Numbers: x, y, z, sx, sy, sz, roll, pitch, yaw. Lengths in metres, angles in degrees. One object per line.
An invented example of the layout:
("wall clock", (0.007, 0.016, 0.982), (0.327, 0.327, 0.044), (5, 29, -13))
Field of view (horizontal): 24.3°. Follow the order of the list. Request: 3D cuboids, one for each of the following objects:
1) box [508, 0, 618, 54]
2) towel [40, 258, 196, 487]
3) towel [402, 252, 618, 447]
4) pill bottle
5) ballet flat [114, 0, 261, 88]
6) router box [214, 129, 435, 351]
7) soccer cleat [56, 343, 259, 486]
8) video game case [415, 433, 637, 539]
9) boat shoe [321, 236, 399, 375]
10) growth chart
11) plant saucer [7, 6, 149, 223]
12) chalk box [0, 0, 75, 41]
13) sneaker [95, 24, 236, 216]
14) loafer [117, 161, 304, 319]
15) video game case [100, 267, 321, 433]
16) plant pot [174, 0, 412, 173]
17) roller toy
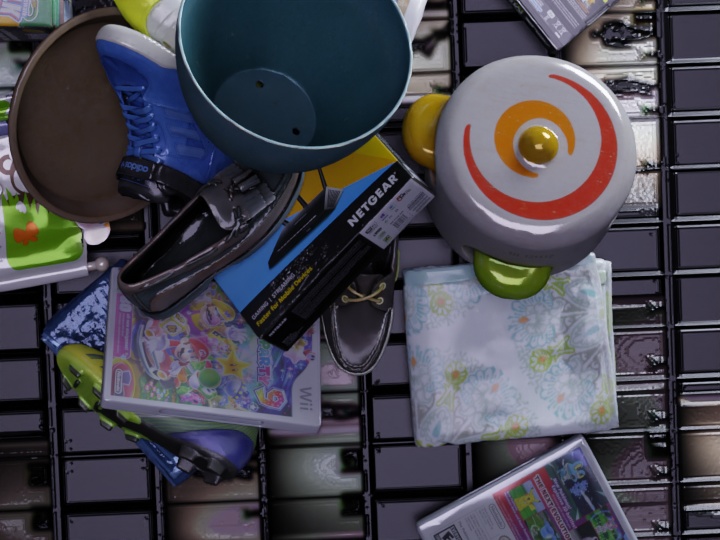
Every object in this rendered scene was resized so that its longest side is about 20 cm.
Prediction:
("box", (0.182, -0.331, 1.568), (0.160, 0.044, 0.200), (-40, 93, 0))
("towel", (-0.199, 0.094, 1.570), (0.112, 0.049, 0.200), (-42, 92, -1))
("towel", (0.143, 0.074, 1.578), (0.199, 0.048, 0.172), (-5, 91, -1))
("pill bottle", (-0.044, -0.249, 1.531), (0.199, 0.111, 0.112), (20, 91, -2))
("ballet flat", (-0.146, -0.203, 1.502), (0.067, 0.067, 0.200), (-42, 131, 0))
("router box", (-0.050, -0.049, 1.518), (0.200, 0.051, 0.149), (-47, 55, 8))
("soccer cleat", (-0.184, 0.118, 1.527), (0.199, 0.065, 0.084), (31, 61, 1))
("video game case", (0.177, 0.285, 1.591), (0.182, 0.023, 0.201), (-28, 96, 0))
("boat shoe", (0.000, 0.000, 1.565), (0.071, 0.061, 0.203), (3, 92, -2))
("growth chart", (-0.320, -0.077, 1.565), (0.144, 0.018, 0.201), (-19, 82, 0))
("plant saucer", (-0.235, -0.142, 1.520), (0.199, 0.029, 0.201), (-18, 119, -35))
("chalk box", (-0.321, -0.276, 1.518), (0.199, 0.124, 0.125), (0, 92, -2))
("sneaker", (-0.188, -0.123, 1.496), (0.076, 0.200, 0.112), (16, 68, 37))
("loafer", (-0.133, -0.038, 1.485), (0.200, 0.063, 0.072), (-45, 59, 3))
("video game case", (-0.134, 0.072, 1.526), (0.199, 0.018, 0.144), (8, 54, -14))
("plant pot", (-0.070, -0.163, 1.428), (0.199, 0.135, 0.201), (7, 65, -14))
("roller toy", (0.151, -0.096, 1.509), (0.182, 0.140, 0.201), (-31, 78, -11))
